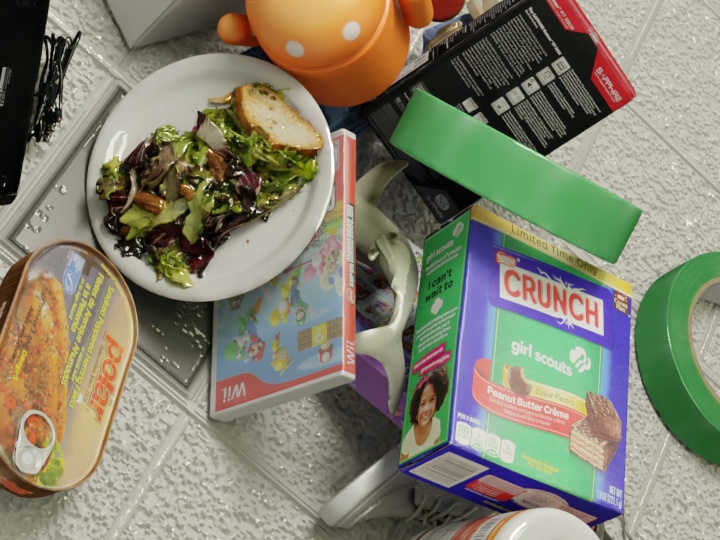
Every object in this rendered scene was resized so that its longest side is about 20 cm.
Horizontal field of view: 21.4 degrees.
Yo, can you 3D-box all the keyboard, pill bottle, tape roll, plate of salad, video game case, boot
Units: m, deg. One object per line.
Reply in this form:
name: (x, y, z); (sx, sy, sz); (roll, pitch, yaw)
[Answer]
keyboard: (-0.274, -0.131, 1.459); (0.103, 0.040, 0.202); (8, 63, -7)
pill bottle: (0.090, 0.242, 1.420); (0.111, 0.200, 0.114); (7, 75, -28)
tape roll: (0.120, -0.073, 1.476); (0.199, 0.200, 0.049); (26, 95, -24)
plate of salad: (-0.118, -0.076, 1.455); (0.198, 0.048, 0.202); (-3, 74, 11)
video game case: (-0.060, 0.004, 1.465); (0.017, 0.142, 0.202); (23, 58, -43)
tape roll: (0.348, 0.084, 1.791); (0.199, 0.048, 0.202); (16, 61, -30)
boot: (0.059, 0.178, 1.517); (0.199, 0.074, 0.096); (-29, 80, -42)

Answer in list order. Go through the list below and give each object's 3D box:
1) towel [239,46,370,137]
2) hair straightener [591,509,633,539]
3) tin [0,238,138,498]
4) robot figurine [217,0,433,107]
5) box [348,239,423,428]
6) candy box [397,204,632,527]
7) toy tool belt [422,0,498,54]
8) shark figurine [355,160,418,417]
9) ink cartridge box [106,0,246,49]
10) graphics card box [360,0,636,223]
towel: (-0.055, -0.145, 1.607); (0.200, 0.048, 0.112); (-35, 90, -41)
hair straightener: (0.181, 0.161, 1.637); (0.200, 0.041, 0.077); (47, 50, -8)
tin: (-0.222, 0.070, 1.370); (0.112, 0.042, 0.201); (38, 46, -27)
robot figurine: (-0.027, -0.199, 1.507); (0.143, 0.200, 0.117); (28, 84, 17)
box: (0.048, 0.059, 1.536); (0.199, 0.039, 0.136); (38, 46, 20)
candy box: (0.122, 0.078, 1.449); (0.168, 0.077, 0.202); (24, 56, -27)
toy tool belt: (0.097, -0.177, 1.684); (0.123, 0.124, 0.202); (-60, 132, -72)
shark figurine: (0.018, 0.004, 1.501); (0.215, 0.127, 0.090); (58, 0, 44)
ink cartridge box: (-0.145, -0.313, 1.556); (0.146, 0.146, 0.201); (-21, 81, -41)
graphics card box: (0.113, -0.144, 1.591); (0.126, 0.199, 0.051); (52, 15, -18)
